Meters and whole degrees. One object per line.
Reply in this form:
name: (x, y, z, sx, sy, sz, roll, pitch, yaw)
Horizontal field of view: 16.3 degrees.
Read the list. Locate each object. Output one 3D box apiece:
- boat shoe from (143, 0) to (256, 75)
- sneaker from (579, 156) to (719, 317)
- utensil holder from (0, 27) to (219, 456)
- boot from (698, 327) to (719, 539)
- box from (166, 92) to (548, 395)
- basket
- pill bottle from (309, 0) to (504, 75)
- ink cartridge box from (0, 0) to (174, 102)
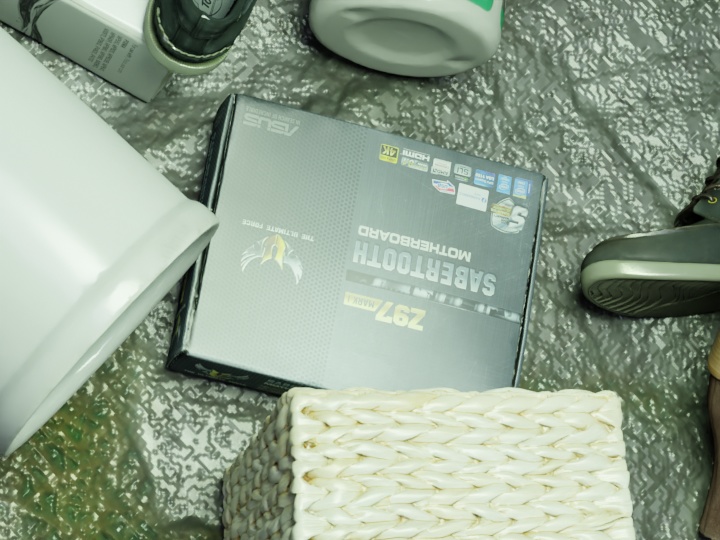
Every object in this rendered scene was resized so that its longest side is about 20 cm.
boat shoe: (-0.070, -0.209, 1.376, 0.074, 0.066, 0.201, 22, 70, -10)
sneaker: (0.210, -0.035, 1.501, 0.199, 0.075, 0.107, -4, 73, -27)
utensil holder: (-0.203, -0.031, 1.331, 0.200, 0.170, 0.170, 43, 69, 2)
boot: (0.291, 0.073, 1.477, 0.198, 0.072, 0.168, -5, 113, -20)
box: (0.000, 0.000, 1.438, 0.198, 0.051, 0.159, 14, 74, -12)
basket: (0.030, 0.162, 1.330, 0.198, 0.198, 0.162, 0, 72, -15)
pill bottle: (0.038, -0.226, 1.467, 0.112, 0.113, 0.202, 13, 72, -12)
ink cartridge box: (-0.165, -0.212, 1.429, 0.199, 0.084, 0.145, 29, 70, -7)
